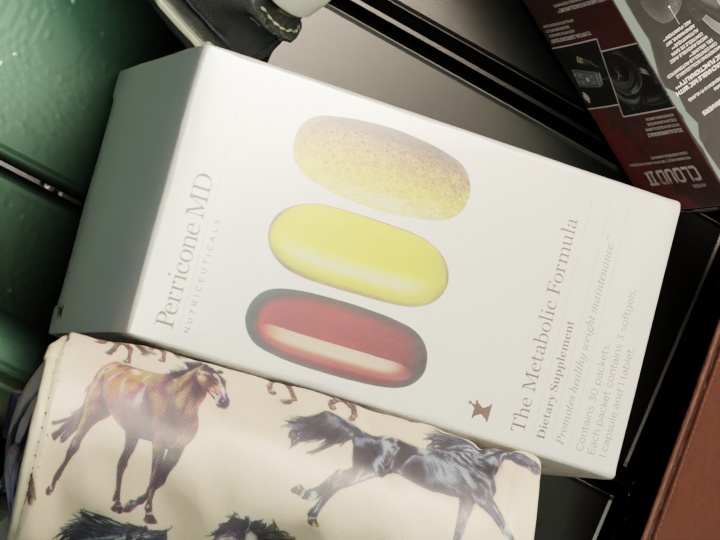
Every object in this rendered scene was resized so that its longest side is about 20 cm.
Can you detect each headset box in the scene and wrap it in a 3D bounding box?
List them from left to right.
[{"bbox_3d":[0.149,-0.130,1.124,0.149,0.077,0.200,-36,103,-18],"label":"headset box"}]

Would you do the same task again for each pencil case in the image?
[{"bbox_3d":[-0.030,0.084,0.978,0.200,0.090,0.078,16,40,-13],"label":"pencil case"}]

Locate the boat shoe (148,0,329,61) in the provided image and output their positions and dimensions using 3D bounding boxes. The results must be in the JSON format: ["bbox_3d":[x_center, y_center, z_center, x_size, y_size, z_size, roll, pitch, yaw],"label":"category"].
[{"bbox_3d":[-0.096,-0.158,1.031,0.060,0.076,0.200,-41,88,23],"label":"boat shoe"}]

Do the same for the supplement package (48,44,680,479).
[{"bbox_3d":[0.000,0.000,1.043,0.200,0.109,0.114,17,83,-21],"label":"supplement package"}]

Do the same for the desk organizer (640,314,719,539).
[{"bbox_3d":[0.179,0.067,1.095,0.072,0.077,0.200,11,100,-49],"label":"desk organizer"}]
